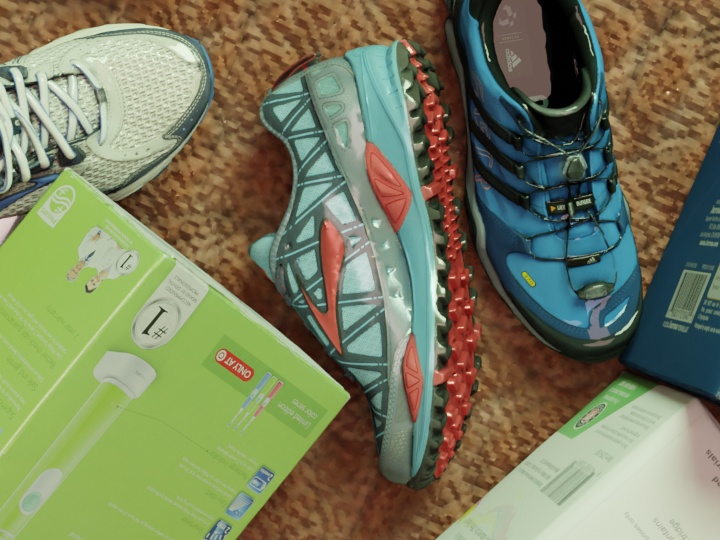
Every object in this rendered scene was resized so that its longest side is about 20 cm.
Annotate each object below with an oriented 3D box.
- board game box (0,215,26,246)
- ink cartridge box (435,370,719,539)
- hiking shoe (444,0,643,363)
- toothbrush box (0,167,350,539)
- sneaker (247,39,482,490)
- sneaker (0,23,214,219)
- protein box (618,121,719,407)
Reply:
[{"bbox_3d":[-0.262,-0.051,0.976,0.199,0.043,0.200,-38,94,-3],"label":"board game box"},{"bbox_3d":[0.081,0.144,0.956,0.200,0.145,0.088,-39,95,-3],"label":"ink cartridge box"},{"bbox_3d":[0.080,-0.053,0.980,0.074,0.087,0.201,-18,93,-3],"label":"hiking shoe"},{"bbox_3d":[-0.125,0.082,0.933,0.200,0.086,0.146,-52,138,-1],"label":"toothbrush box"},{"bbox_3d":[0.000,0.000,0.994,0.095,0.079,0.201,-5,93,18],"label":"sneaker"},{"bbox_3d":[-0.154,-0.052,0.922,0.199,0.085,0.077,-21,93,-7],"label":"sneaker"},{"bbox_3d":[0.226,-0.020,0.935,0.135,0.199,0.200,24,90,-5],"label":"protein box"}]
